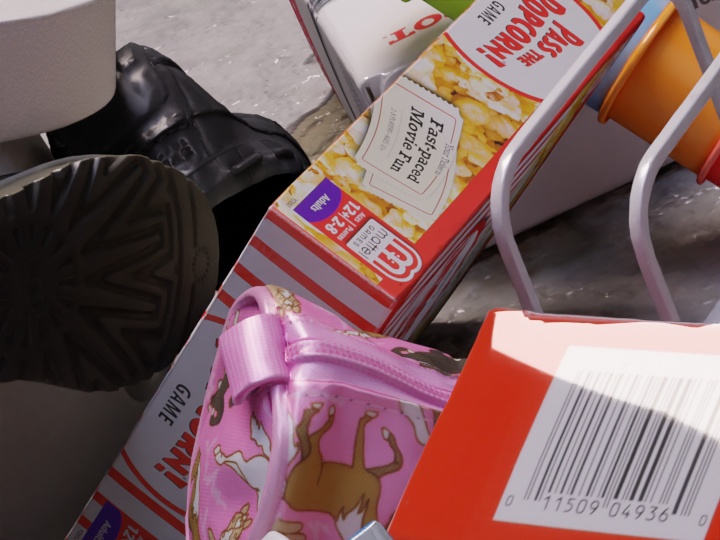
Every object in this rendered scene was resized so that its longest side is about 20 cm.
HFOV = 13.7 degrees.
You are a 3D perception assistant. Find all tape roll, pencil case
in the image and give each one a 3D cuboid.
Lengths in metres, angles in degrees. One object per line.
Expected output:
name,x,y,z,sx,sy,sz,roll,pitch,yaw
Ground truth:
tape roll,-0.171,-0.069,0.887,0.202,0.037,0.203,1,15,0
pencil case,0.053,0.060,0.748,0.199,0.087,0.083,10,7,-14

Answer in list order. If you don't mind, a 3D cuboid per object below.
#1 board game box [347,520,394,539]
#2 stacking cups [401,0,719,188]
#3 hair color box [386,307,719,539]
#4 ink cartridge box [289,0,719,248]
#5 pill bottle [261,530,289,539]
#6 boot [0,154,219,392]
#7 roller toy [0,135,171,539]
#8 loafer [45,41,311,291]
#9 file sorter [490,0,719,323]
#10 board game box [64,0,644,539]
board game box,-0.015,0.185,0.554,0.196,0.200,0.056,-37,-9,-15
stacking cups,0.075,-0.081,0.988,0.200,0.061,0.061,35,51,9
hair color box,0.102,0.090,0.626,0.101,0.200,0.061,3,55,40
ink cartridge box,0.057,-0.101,1.129,0.144,0.085,0.200,-25,27,-2
pill bottle,-0.046,0.162,0.652,0.200,0.116,0.116,-50,32,-6
boot,-0.167,-0.010,0.870,0.199,0.073,0.181,8,8,41
roller toy,-0.163,0.040,0.994,0.182,0.140,0.200,6,49,39
loafer,-0.048,-0.019,1.015,0.068,0.070,0.201,-41,-17,4
file sorter,0.159,-0.009,0.848,0.199,0.125,0.139,0,36,37
board game box,0.000,0.000,0.917,0.152,0.046,0.200,-57,-5,38
